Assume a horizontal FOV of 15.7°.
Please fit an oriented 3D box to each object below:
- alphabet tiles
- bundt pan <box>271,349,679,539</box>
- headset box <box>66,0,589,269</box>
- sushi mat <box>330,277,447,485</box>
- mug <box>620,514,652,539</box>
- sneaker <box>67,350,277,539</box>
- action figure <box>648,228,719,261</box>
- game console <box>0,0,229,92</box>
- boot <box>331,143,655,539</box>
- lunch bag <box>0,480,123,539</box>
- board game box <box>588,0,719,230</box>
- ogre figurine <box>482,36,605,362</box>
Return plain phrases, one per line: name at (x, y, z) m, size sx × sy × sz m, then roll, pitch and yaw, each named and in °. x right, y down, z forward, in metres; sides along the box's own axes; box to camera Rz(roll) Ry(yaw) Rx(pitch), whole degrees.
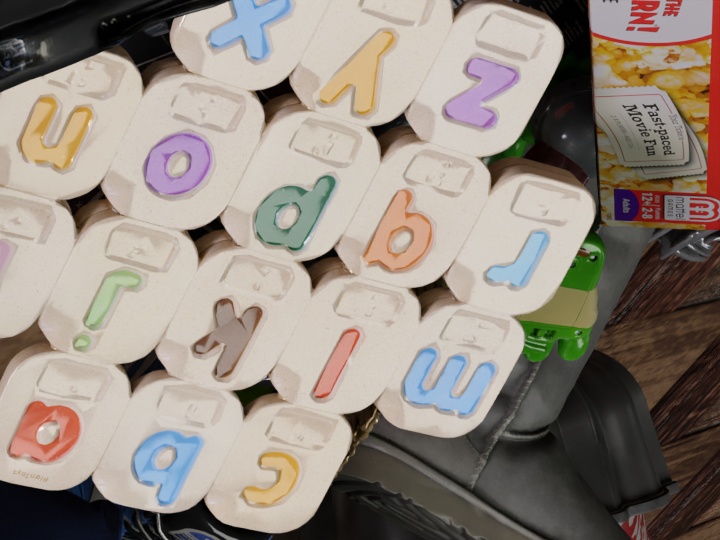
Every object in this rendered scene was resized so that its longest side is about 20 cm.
alphabet tiles at (-0.029, -0.008, 0.789) m, size 0.200 × 0.015 × 0.196 m, roll 14°, pitch 116°, yaw -29°
bundt pan at (0.040, 0.081, 1.194) m, size 0.201 × 0.076 × 0.202 m, roll -10°, pitch -177°, yaw 0°
headset box at (-0.027, -0.061, 0.858) m, size 0.200 × 0.075 × 0.149 m, roll -42°, pitch 161°, yaw 5°
sushi mat at (0.000, 0.000, 0.941) m, size 0.096 × 0.012 × 0.200 m, roll -47°, pitch -157°, yaw 26°
mug at (0.087, 0.160, 1.481) m, size 0.177 × 0.133 × 0.200 m, roll -39°, pitch 158°, yaw -11°
sneaker at (-0.084, 0.087, 1.027) m, size 0.078 × 0.089 × 0.200 m, roll 20°, pitch 118°, yaw -35°
action figure at (0.189, -0.060, 1.144) m, size 0.130 × 0.069 × 0.200 m, roll -21°, pitch -162°, yaw 32°
game console at (-0.073, -0.116, 0.634) m, size 0.200 × 0.176 × 0.117 m, roll -26°, pitch 118°, yaw -35°
boot at (0.088, 0.027, 1.069) m, size 0.182 × 0.073 × 0.200 m, roll 35°, pitch 70°, yaw -31°
lunch bag at (-0.186, 0.147, 0.905) m, size 0.200 × 0.132 × 0.136 m, roll -53°, pitch -161°, yaw 29°
board game box at (0.100, -0.126, 0.832) m, size 0.046 × 0.152 × 0.200 m, roll 2°, pitch 154°, yaw 8°
ogre figurine at (0.092, -0.050, 0.964) m, size 0.098 × 0.120 × 0.200 m, roll 28°, pitch 125°, yaw -33°
